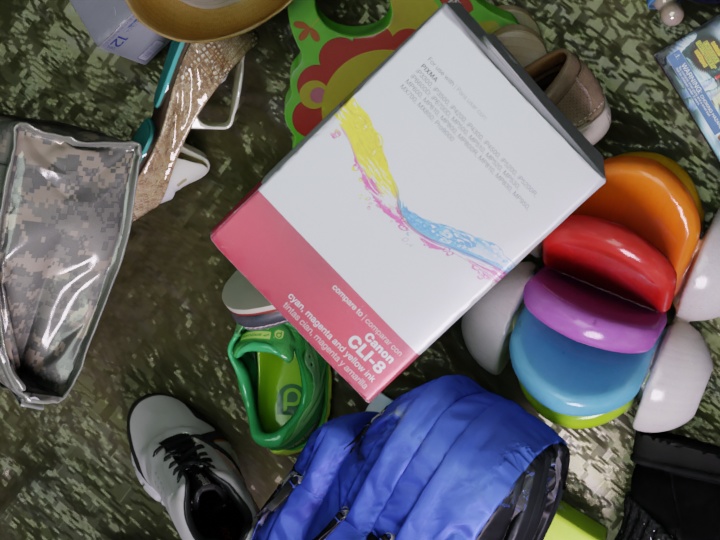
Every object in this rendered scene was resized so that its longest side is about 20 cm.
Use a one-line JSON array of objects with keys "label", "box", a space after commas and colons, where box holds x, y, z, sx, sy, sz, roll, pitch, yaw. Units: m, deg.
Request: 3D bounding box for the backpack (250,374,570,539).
[{"label": "backpack", "box": [0.034, 0.163, 1.094, 0.168, 0.162, 0.200, 36, 101, 13]}]

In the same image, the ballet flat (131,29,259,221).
[{"label": "ballet flat", "box": [-0.132, -0.105, 1.218, 0.065, 0.071, 0.200, 21, 113, -18]}]

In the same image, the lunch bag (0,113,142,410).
[{"label": "lunch bag", "box": [-0.251, -0.011, 1.194, 0.117, 0.164, 0.201, 7, 96, -31]}]

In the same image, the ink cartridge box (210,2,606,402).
[{"label": "ink cartridge box", "box": [0.035, -0.049, 1.020, 0.200, 0.145, 0.145, -44, 92, 12]}]

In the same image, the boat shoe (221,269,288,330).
[{"label": "boat shoe", "box": [0.000, 0.000, 1.161, 0.199, 0.063, 0.071, -23, 44, -12]}]

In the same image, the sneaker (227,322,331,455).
[{"label": "sneaker", "box": [-0.054, 0.036, 1.198, 0.074, 0.084, 0.201, -3, 91, 14]}]

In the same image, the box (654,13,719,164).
[{"label": "box", "box": [0.312, -0.099, 1.125, 0.137, 0.040, 0.200, -32, 85, 12]}]

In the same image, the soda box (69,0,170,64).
[{"label": "soda box", "box": [-0.122, -0.244, 1.195, 0.200, 0.063, 0.068, -41, 68, 18]}]

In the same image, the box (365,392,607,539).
[{"label": "box", "box": [0.065, 0.190, 1.196, 0.200, 0.048, 0.122, 31, 99, 10]}]

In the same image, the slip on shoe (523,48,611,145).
[{"label": "slip on shoe", "box": [0.071, -0.083, 1.114, 0.199, 0.076, 0.061, -24, 130, 11]}]

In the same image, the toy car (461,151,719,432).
[{"label": "toy car", "box": [0.164, 0.015, 1.110, 0.174, 0.150, 0.201, 22, 97, 11]}]

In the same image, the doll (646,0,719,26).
[{"label": "doll", "box": [0.253, -0.218, 1.105, 0.200, 0.048, 0.137, 33, 84, 34]}]

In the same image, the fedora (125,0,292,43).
[{"label": "fedora", "box": [-0.108, -0.256, 1.104, 0.200, 0.082, 0.202, -4, 82, 29]}]

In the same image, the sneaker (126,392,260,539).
[{"label": "sneaker", "box": [-0.114, 0.151, 1.185, 0.074, 0.080, 0.200, -28, 50, -15]}]

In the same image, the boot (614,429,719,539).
[{"label": "boot", "box": [0.255, 0.206, 1.107, 0.211, 0.079, 0.159, 14, 93, 49]}]

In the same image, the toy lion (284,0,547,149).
[{"label": "toy lion", "box": [0.020, -0.149, 1.154, 0.191, 0.069, 0.200, -35, 112, 14]}]
